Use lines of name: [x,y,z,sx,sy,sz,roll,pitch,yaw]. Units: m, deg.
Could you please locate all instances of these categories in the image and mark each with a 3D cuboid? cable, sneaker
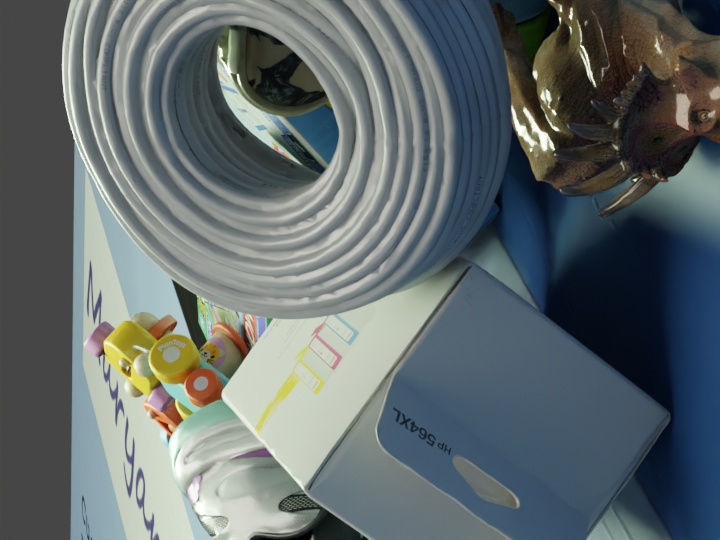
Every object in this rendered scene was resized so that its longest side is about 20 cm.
cable: [-0.032,-0.073,0.897,0.069,0.200,0.200,-42,-57,-54]
sneaker: [-0.002,0.108,1.181,0.078,0.200,0.140,35,-156,-55]

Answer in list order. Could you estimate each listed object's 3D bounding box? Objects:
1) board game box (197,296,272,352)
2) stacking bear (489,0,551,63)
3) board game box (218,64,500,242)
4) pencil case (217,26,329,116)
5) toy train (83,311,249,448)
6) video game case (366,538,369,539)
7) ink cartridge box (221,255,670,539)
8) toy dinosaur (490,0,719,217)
board game box: [-0.070,0.026,1.338,0.200,0.029,0.135,92,156,-55]
stacking bear: [0.036,-0.113,1.055,0.121,0.114,0.200,38,132,42]
board game box: [-0.032,-0.090,1.216,0.200,0.056,0.196,47,172,-14]
pencil case: [-0.072,-0.147,1.032,0.200,0.089,0.078,43,142,47]
toy train: [-0.097,0.081,1.360,0.150,0.056,0.200,47,163,-20]
video game case: [0.030,0.142,1.182,0.143,0.017,0.200,-46,36,18]
ink cartridge box: [0.039,0.066,0.988,0.125,0.128,0.200,-55,20,-1]
toy dinosaur: [0.100,-0.072,0.892,0.200,0.086,0.136,117,142,-69]
